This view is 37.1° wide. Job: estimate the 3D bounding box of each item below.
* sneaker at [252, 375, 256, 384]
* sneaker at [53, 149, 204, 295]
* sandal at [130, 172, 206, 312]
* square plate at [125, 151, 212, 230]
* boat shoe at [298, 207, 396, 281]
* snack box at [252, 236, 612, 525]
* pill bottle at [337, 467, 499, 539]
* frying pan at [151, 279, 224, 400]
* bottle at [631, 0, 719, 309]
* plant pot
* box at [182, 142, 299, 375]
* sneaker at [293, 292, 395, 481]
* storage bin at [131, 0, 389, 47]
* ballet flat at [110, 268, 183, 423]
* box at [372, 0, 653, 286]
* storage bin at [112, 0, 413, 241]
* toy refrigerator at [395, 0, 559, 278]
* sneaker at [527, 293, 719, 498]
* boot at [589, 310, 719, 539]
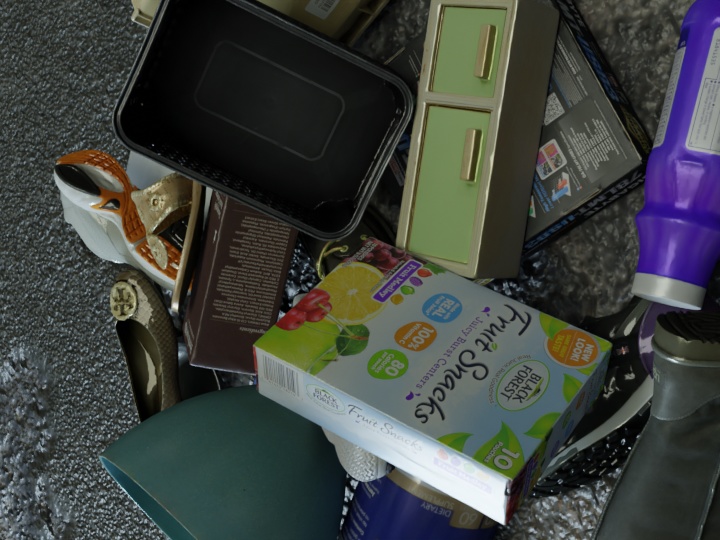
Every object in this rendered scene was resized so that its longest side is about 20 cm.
[{"bbox_3d":[-0.068,0.131,0.976,0.078,0.075,0.200,41,107,42],"label":"sneaker"},{"bbox_3d":[-0.224,-0.034,1.067,0.200,0.076,0.092,41,142,21],"label":"sneaker"},{"bbox_3d":[-0.173,-0.070,0.982,0.069,0.078,0.212,13,79,-3],"label":"sandal"},{"bbox_3d":[-0.160,-0.086,1.067,0.200,0.028,0.199,26,106,35],"label":"square plate"},{"bbox_3d":[0.000,0.000,0.920,0.201,0.060,0.072,48,117,28],"label":"boat shoe"},{"bbox_3d":[0.048,0.065,0.730,0.200,0.142,0.053,25,138,26],"label":"snack box"},{"bbox_3d":[0.037,0.227,0.855,0.116,0.116,0.201,29,108,34],"label":"pill bottle"},{"bbox_3d":[-0.193,0.100,1.086,0.115,0.031,0.190,-48,63,29],"label":"frying pan"},{"bbox_3d":[0.227,-0.076,0.713,0.065,0.084,0.201,14,87,23],"label":"bottle"},{"bbox_3d":[-0.088,0.170,0.853,0.200,0.200,0.135,31,66,34],"label":"plant pot"},{"bbox_3d":[-0.103,-0.019,0.956,0.100,0.075,0.201,-131,51,-70],"label":"box"},{"bbox_3d":[0.019,0.079,0.826,0.200,0.115,0.075,-123,30,-53],"label":"sneaker"},{"bbox_3d":[-0.068,-0.273,0.895,0.200,0.198,0.094,-46,46,28],"label":"storage bin"},{"bbox_3d":[-0.205,0.098,1.029,0.067,0.046,0.201,-2,104,43],"label":"ballet flat"},{"bbox_3d":[0.105,-0.112,0.847,0.198,0.050,0.200,-37,68,33],"label":"box"},{"bbox_3d":[-0.072,-0.126,0.826,0.200,0.094,0.135,25,102,-8],"label":"storage bin"},{"bbox_3d":[0.083,-0.099,0.792,0.076,0.070,0.201,14,99,37],"label":"toy refrigerator"},{"bbox_3d":[0.179,0.083,0.784,0.200,0.076,0.088,-46,54,20],"label":"sneaker"},{"bbox_3d":[0.251,0.127,0.708,0.181,0.073,0.201,5,110,2],"label":"boot"}]
